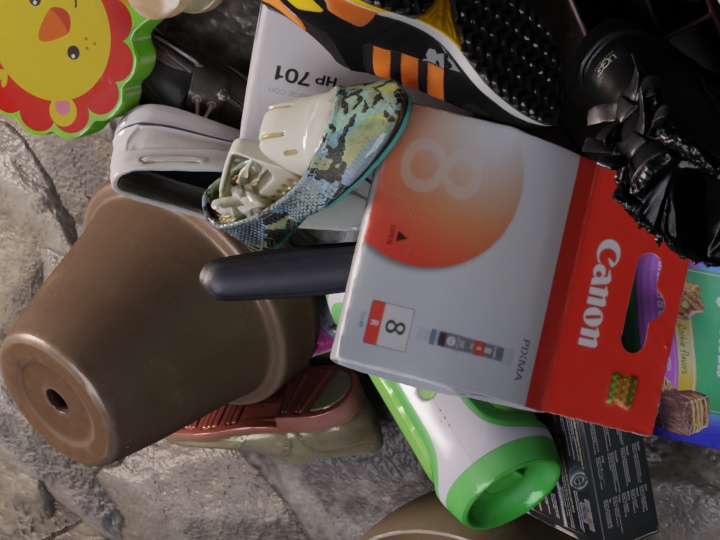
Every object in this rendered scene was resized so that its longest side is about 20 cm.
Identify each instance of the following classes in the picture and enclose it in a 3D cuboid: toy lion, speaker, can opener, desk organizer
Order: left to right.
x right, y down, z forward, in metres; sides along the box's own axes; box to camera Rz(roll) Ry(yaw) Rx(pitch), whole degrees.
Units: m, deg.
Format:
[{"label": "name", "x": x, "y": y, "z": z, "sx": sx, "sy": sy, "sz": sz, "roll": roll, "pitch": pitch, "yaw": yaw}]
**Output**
[{"label": "toy lion", "x": -0.199, "y": -0.197, "z": 1.307, "sx": 0.191, "sy": 0.069, "sz": 0.200, "roll": -30, "pitch": 89, "yaw": 26}, {"label": "can opener", "x": 0.000, "y": 0.000, "z": 1.213, "sx": 0.063, "sy": 0.199, "sz": 0.079, "roll": 160, "pitch": 108, "yaw": -74}, {"label": "speaker", "x": 0.052, "y": 0.068, "z": 1.282, "sx": 0.200, "sy": 0.088, "sz": 0.089, "roll": 58, "pitch": 138, "yaw": 31}, {"label": "desk organizer", "x": 0.169, "y": -0.171, "z": 1.166, "sx": 0.072, "sy": 0.077, "sz": 0.200, "roll": -14, "pitch": 113, "yaw": 34}]

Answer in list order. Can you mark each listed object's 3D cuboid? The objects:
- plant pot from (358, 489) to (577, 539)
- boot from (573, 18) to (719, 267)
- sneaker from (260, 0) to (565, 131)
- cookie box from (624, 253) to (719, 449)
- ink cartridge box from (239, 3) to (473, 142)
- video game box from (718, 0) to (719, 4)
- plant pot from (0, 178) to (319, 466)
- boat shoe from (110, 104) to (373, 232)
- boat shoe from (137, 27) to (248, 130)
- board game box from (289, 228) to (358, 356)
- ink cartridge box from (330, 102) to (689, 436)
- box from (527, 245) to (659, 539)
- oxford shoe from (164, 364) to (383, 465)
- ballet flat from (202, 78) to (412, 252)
[{"label": "plant pot", "x": 0.094, "y": 0.231, "z": 1.427, "sx": 0.200, "sy": 0.135, "sz": 0.201, "roll": 14, "pitch": 126, "yaw": 20}, {"label": "boot", "x": 0.206, "y": -0.055, "z": 1.099, "sx": 0.198, "sy": 0.163, "sz": 0.073, "roll": 28, "pitch": 115, "yaw": -23}, {"label": "sneaker", "x": 0.031, "y": -0.140, "z": 1.155, "sx": 0.200, "sy": 0.070, "sz": 0.090, "roll": 30, "pitch": 151, "yaw": -31}, {"label": "cookie box", "x": 0.248, "y": 0.031, "z": 1.254, "sx": 0.199, "sy": 0.075, "sz": 0.172, "roll": 11, "pitch": 125, "yaw": 22}, {"label": "ink cartridge box", "x": 0.013, "y": -0.168, "z": 1.218, "sx": 0.146, "sy": 0.086, "sz": 0.201, "roll": 10, "pitch": 125, "yaw": -5}, {"label": "video game box", "x": 0.309, "y": -0.139, "z": 1.075, "sx": 0.182, "sy": 0.047, "sz": 0.200, "roll": -32, "pitch": 105, "yaw": 7}, {"label": "plant pot", "x": -0.159, "y": 0.043, "z": 1.389, "sx": 0.200, "sy": 0.175, "sz": 0.201, "roll": 29, "pitch": 141, "yaw": 27}, {"label": "boat shoe", "x": -0.070, "y": -0.054, "z": 1.307, "sx": 0.199, "sy": 0.066, "sz": 0.072, "roll": 18, "pitch": 139, "yaw": -12}, {"label": "boat shoe", "x": -0.139, "y": -0.130, "z": 1.351, "sx": 0.200, "sy": 0.057, "sz": 0.067, "roll": 38, "pitch": 123, "yaw": 13}, {"label": "board game box", "x": -0.030, "y": -0.034, "z": 1.395, "sx": 0.200, "sy": 0.026, "sz": 0.200, "roll": -18, "pitch": 110, "yaw": 35}, {"label": "ink cartridge box", "x": 0.096, "y": 0.001, "z": 1.165, "sx": 0.199, "sy": 0.050, "sz": 0.163, "roll": 13, "pitch": 84, "yaw": 2}, {"label": "box", "x": 0.120, "y": 0.069, "z": 1.294, "sx": 0.160, "sy": 0.043, "sz": 0.201, "roll": 18, "pitch": 123, "yaw": 63}, {"label": "oxford shoe", "x": -0.074, "y": 0.122, "z": 1.492, "sx": 0.199, "sy": 0.071, "sz": 0.074, "roll": -3, "pitch": 132, "yaw": 36}, {"label": "ballet flat", "x": -0.042, "y": -0.066, "z": 1.184, "sx": 0.074, "sy": 0.074, "sz": 0.200, "roll": 44, "pitch": 143, "yaw": -4}]
